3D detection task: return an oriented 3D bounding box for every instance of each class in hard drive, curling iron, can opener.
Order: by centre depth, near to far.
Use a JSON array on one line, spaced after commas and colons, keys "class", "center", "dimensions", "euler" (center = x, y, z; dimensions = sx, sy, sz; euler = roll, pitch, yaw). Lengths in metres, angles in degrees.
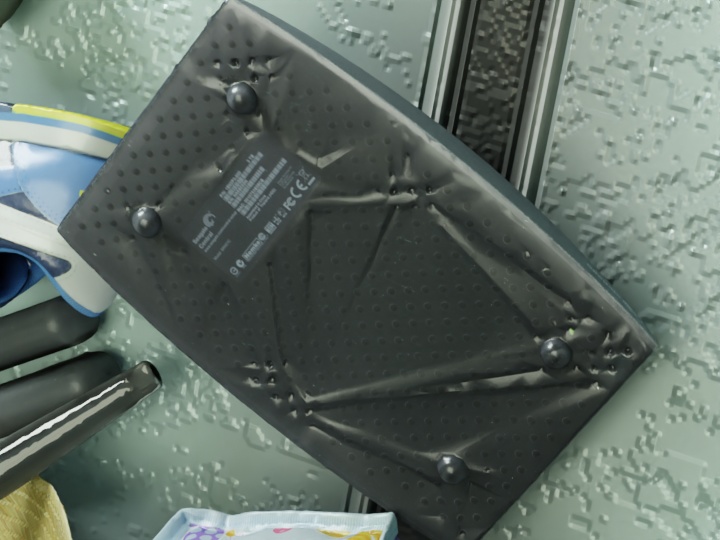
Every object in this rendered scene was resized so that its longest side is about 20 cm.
[{"class": "hard drive", "center": [0.000, 0.000, 0.944], "dimensions": [0.200, 0.042, 0.135], "euler": [39, 116, -2]}, {"class": "curling iron", "center": [-0.170, 0.086, 1.026], "dimensions": [0.199, 0.026, 0.050], "euler": [-24, 113, 10]}, {"class": "can opener", "center": [-0.197, 0.062, 1.068], "dimensions": [0.199, 0.067, 0.054], "euler": [-19, 92, 29]}]

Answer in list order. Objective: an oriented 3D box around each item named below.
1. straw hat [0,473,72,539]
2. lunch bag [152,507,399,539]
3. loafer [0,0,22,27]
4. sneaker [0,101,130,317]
[{"class": "straw hat", "center": [-0.150, 0.181, 1.054], "dimensions": [0.201, 0.085, 0.202], "euler": [-33, 42, 36]}, {"class": "lunch bag", "center": [-0.046, 0.208, 0.928], "dimensions": [0.127, 0.200, 0.170], "euler": [0, 114, 29]}, {"class": "loafer", "center": [-0.213, -0.169, 1.029], "dimensions": [0.200, 0.072, 0.063], "euler": [38, 121, 14]}, {"class": "sneaker", "center": [-0.175, -0.028, 1.027], "dimensions": [0.199, 0.074, 0.083], "euler": [6, 91, 28]}]
